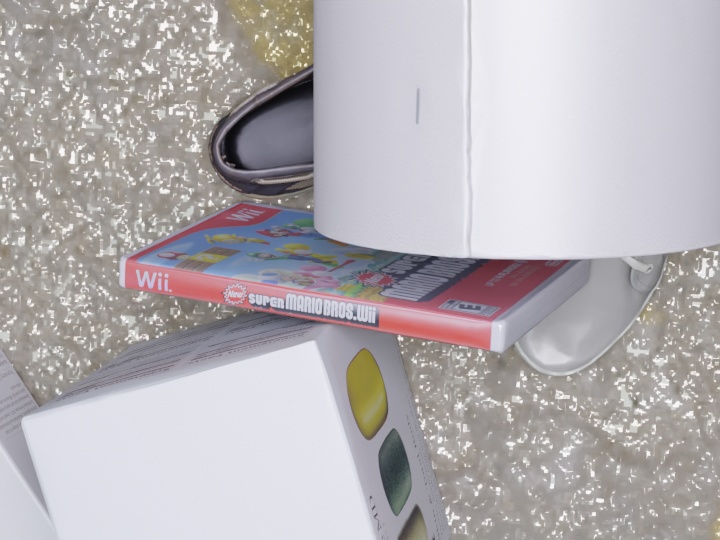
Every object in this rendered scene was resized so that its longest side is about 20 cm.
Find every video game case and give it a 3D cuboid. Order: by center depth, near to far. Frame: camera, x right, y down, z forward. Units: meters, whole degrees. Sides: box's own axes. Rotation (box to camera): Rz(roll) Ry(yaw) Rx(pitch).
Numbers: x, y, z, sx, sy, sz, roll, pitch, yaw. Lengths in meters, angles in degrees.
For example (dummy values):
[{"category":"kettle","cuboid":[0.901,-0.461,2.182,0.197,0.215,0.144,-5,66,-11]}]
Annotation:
[{"category":"video game case","cuboid":[0.000,0.000,1.104,0.199,0.143,0.018,9,107,21]}]

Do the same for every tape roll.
[{"category":"tape roll","cuboid":[0.077,-0.087,1.023,0.201,0.203,0.140,1,100,9]}]

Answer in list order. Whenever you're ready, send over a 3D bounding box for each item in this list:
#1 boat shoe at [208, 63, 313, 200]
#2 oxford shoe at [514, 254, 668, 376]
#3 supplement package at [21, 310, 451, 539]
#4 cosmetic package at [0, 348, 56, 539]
[{"category":"boat shoe","cuboid":[0.013,-0.086,1.146,0.199,0.073,0.075,-26,93,11]},{"category":"oxford shoe","cuboid":[0.138,-0.033,1.142,0.075,0.058,0.201,33,103,0]},{"category":"supplement package","cuboid":[-0.054,0.107,1.116,0.150,0.200,0.153,-15,95,11]},{"category":"cosmetic package","cuboid":[-0.211,0.131,1.204,0.107,0.085,0.201,-32,92,12]}]
